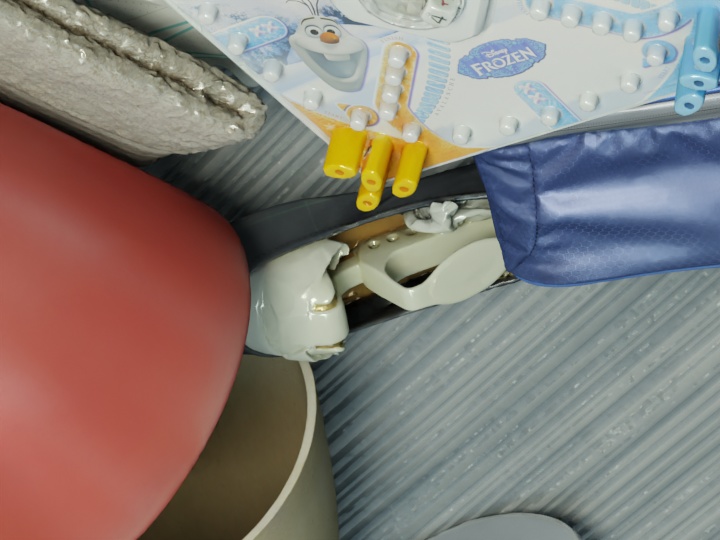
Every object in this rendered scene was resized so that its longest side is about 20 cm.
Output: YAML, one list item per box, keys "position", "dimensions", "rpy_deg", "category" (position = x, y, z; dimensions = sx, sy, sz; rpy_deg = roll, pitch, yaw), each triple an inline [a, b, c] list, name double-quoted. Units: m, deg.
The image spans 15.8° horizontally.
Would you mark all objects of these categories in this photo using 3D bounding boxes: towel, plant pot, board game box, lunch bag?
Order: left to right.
- position: [-0.172, 0.013, 1.085]
  dimensions: [0.200, 0.201, 0.177]
  rpy_deg: [-35, 127, 26]
  category: "plant pot"
- position: [-0.149, -0.091, 1.085]
  dimensions: [0.199, 0.035, 0.132]
  rpy_deg: [26, 162, -30]
  category: "towel"
- position: [-0.085, 0.139, 1.249]
  dimensions: [0.186, 0.188, 0.201]
  rpy_deg: [-9, 139, 12]
  category: "plant pot"
- position: [0.017, -0.102, 0.950]
  dimensions: [0.199, 0.026, 0.200]
  rpy_deg: [-15, 139, 39]
  category: "board game box"
- position: [0.125, -0.088, 1.079]
  dimensions: [0.198, 0.136, 0.133]
  rpy_deg: [-8, 123, 13]
  category: "lunch bag"

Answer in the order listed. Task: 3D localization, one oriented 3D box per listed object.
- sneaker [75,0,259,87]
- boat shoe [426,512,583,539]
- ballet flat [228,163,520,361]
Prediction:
- position: [-0.119, -0.117, 1.126]
  dimensions: [0.199, 0.071, 0.081]
  rpy_deg: [7, 135, 4]
  category: "sneaker"
- position: [0.038, 0.188, 1.324]
  dimensions: [0.199, 0.070, 0.066]
  rpy_deg: [-29, 135, 20]
  category: "boat shoe"
- position: [0.000, 0.000, 1.158]
  dimensions: [0.199, 0.073, 0.073]
  rpy_deg: [-17, 124, -7]
  category: "ballet flat"
